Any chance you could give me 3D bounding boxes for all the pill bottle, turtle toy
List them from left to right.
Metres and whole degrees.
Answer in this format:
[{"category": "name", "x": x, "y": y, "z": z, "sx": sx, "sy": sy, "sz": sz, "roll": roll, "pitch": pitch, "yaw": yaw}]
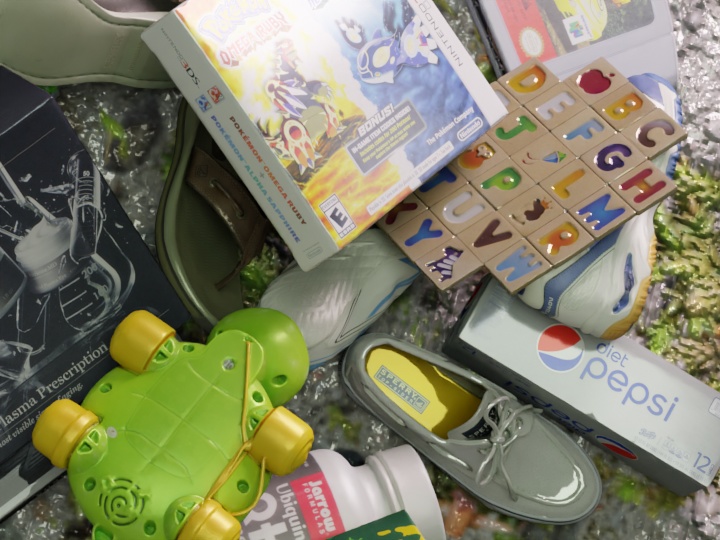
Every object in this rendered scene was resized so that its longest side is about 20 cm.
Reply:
[{"category": "turtle toy", "x": -0.103, "y": 0.099, "z": 1.590, "sx": 0.146, "sy": 0.101, "sz": 0.200, "roll": 35, "pitch": 67, "yaw": 10}, {"category": "pill bottle", "x": -0.050, "y": 0.181, "z": 1.663, "sx": 0.199, "sy": 0.111, "sz": 0.111, "roll": -17, "pitch": 83, "yaw": -11}]

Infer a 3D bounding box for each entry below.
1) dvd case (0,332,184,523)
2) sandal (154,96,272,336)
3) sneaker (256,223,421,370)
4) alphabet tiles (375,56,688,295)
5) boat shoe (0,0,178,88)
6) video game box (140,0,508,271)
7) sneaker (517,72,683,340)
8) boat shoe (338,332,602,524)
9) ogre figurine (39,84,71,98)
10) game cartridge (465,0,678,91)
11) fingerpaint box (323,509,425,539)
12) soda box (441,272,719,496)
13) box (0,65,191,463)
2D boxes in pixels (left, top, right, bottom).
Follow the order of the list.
[{"category": "dvd case", "x": -0.228, "y": 0.066, "z": 1.700, "sx": 0.200, "sy": 0.025, "sz": 0.150, "roll": -37, "pitch": 88, "yaw": -12}, {"category": "sandal", "x": -0.089, "y": -0.049, "z": 1.692, "sx": 0.057, "sy": 0.080, "sz": 0.202, "roll": -14, "pitch": 60, "yaw": 32}, {"category": "sneaker", "x": 0.000, "y": 0.000, "z": 1.731, "sx": 0.200, "sy": 0.073, "sz": 0.072, "roll": -38, "pitch": 80, "yaw": -27}, {"category": "alphabet tiles", "x": 0.109, "y": -0.066, "z": 1.696, "sx": 0.200, "sy": 0.006, "sz": 0.166, "roll": -32, "pitch": 48, "yaw": -12}, {"category": "boat shoe", "x": -0.190, "y": -0.163, "z": 1.682, "sx": 0.061, "sy": 0.201, "sz": 0.072, "roll": 46, "pitch": 116, "yaw": 37}, {"category": "video game box", "x": -0.018, "y": -0.125, "z": 1.634, "sx": 0.182, "sy": 0.047, "sz": 0.200, "roll": 53, "pitch": 48, "yaw": -4}, {"category": "sneaker", "x": 0.159, "y": -0.055, "z": 1.711, "sx": 0.088, "sy": 0.075, "sz": 0.201, "roll": 18, "pitch": 60, "yaw": -7}, {"category": "boat shoe", "x": 0.080, "y": 0.103, "z": 1.707, "sx": 0.202, "sy": 0.086, "sz": 0.075, "roll": 36, "pitch": 81, "yaw": -4}, {"category": "ogre figurine", "x": -0.277, "y": -0.127, "z": 1.691, "sx": 0.120, "sy": 0.098, "sz": 0.200, "roll": 43, "pitch": 41, "yaw": 8}, {"category": "game cartridge", "x": 0.142, "y": -0.198, "z": 1.799, "sx": 0.133, "sy": 0.041, "sz": 0.201, "roll": -21, "pitch": 84, "yaw": -16}, {"category": "fingerpaint box", "x": -0.018, "y": 0.274, "z": 1.616, "sx": 0.166, "sy": 0.073, "sz": 0.201, "roll": -19, "pitch": 124, "yaw": -12}, {"category": "soda box", "x": 0.158, "y": 0.075, "z": 1.736, "sx": 0.200, "sy": 0.068, "sz": 0.064, "roll": 31, "pitch": 77, "yaw": -2}, {"category": "box", "x": -0.244, "y": 0.007, "z": 1.603, "sx": 0.200, "sy": 0.104, "sz": 0.182, "roll": -38, "pitch": 118, "yaw": -13}]
